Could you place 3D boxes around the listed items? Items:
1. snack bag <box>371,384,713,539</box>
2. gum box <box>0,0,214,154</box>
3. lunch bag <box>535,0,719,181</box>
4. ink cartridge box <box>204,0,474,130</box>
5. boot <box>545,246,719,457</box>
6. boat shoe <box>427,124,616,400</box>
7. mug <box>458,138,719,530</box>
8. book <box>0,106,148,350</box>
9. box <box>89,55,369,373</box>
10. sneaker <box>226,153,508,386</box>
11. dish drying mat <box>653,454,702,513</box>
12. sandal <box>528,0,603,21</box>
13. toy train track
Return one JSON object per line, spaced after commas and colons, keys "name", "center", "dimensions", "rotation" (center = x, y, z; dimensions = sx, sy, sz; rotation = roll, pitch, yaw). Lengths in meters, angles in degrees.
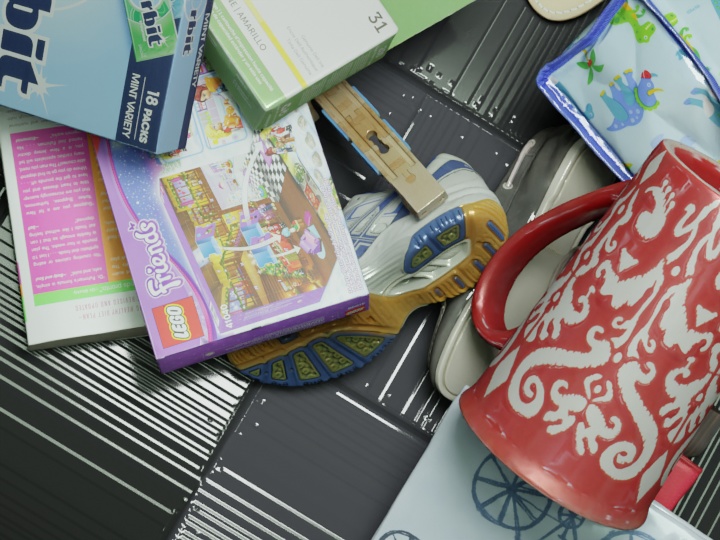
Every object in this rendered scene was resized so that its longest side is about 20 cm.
{"name": "snack bag", "center": [0.093, 0.203, 1.455], "dimensions": [0.188, 0.021, 0.201], "rotation": [32, 95, 0]}
{"name": "gum box", "center": [-0.184, -0.179, 1.392], "dimensions": [0.199, 0.045, 0.171], "rotation": [18, 105, 18]}
{"name": "lunch bag", "center": [0.236, -0.101, 1.476], "dimensions": [0.200, 0.127, 0.170], "rotation": [48, 41, 5]}
{"name": "ink cartridge box", "center": [-0.021, -0.197, 1.436], "dimensions": [0.199, 0.048, 0.146], "rotation": [-32, 83, -18]}
{"name": "boot", "center": [0.194, 0.024, 1.496], "dimensions": [0.146, 0.070, 0.201], "rotation": [29, 88, -19]}
{"name": "boat shoe", "center": [0.097, -0.006, 1.512], "dimensions": [0.067, 0.057, 0.201], "rotation": [39, 80, -38]}
{"name": "mug", "center": [0.150, 0.021, 1.373], "dimensions": [0.177, 0.133, 0.201], "rotation": [38, 107, 15]}
{"name": "book", "center": [-0.161, -0.058, 1.479], "dimensions": [0.133, 0.048, 0.202], "rotation": [-7, 81, -9]}
{"name": "box", "center": [-0.088, -0.052, 1.433], "dimensions": [0.136, 0.039, 0.201], "rotation": [-16, 74, -5]}
{"name": "sneaker", "center": [0.000, 0.000, 1.489], "dimensions": [0.199, 0.088, 0.075], "rotation": [-28, 130, 4]}
{"name": "dish drying mat", "center": [0.127, 0.183, 1.471], "dimensions": [0.077, 0.018, 0.200], "rotation": [37, 95, -1]}
{"name": "sandal", "center": [0.178, -0.255, 1.511], "dimensions": [0.078, 0.070, 0.212], "rotation": [45, 99, 7]}
{"name": "toy train track", "center": [-0.011, -0.102, 1.487], "dimensions": [0.114, 0.033, 0.200], "rotation": [-38, 61, -6]}
